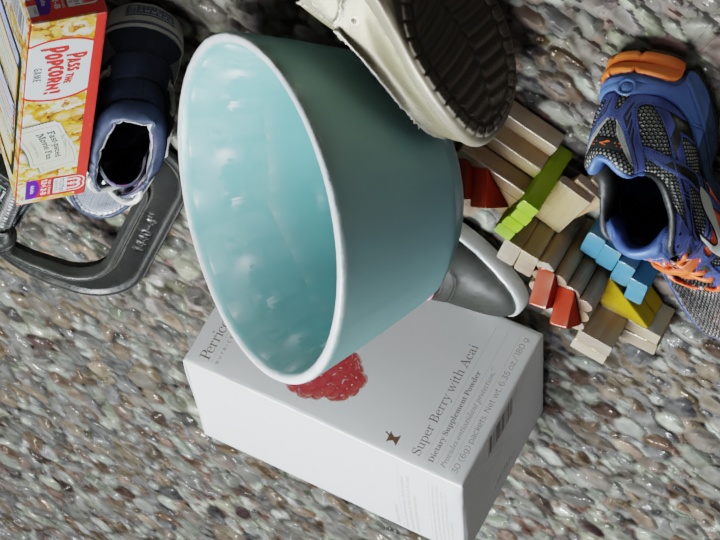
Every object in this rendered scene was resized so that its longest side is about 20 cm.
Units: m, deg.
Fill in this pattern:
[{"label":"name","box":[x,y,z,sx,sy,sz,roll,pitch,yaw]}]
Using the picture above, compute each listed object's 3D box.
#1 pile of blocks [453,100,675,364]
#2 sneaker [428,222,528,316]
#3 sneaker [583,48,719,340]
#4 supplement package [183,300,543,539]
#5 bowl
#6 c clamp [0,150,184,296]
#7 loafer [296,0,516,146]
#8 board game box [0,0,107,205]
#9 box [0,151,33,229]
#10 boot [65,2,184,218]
[{"label":"pile of blocks","box":[0.119,-0.011,1.430,0.082,0.062,0.200,-8,132,50]},{"label":"sneaker","box":[0.000,0.000,1.526,0.200,0.099,0.071,29,149,4]},{"label":"sneaker","box":[0.165,-0.027,1.342,0.075,0.078,0.200,7,142,40]},{"label":"supplement package","box":[0.004,0.074,1.603,0.200,0.121,0.120,23,157,15]},{"label":"bowl","box":[-0.014,-0.044,1.401,0.201,0.105,0.201,39,135,53]},{"label":"c clamp","box":[-0.205,-0.055,1.663,0.171,0.027,0.200,13,139,-10]},{"label":"loafer","box":[0.010,-0.150,1.318,0.068,0.076,0.200,-10,121,53]},{"label":"board game box","box":[-0.195,-0.153,1.443,0.200,0.046,0.152,110,145,-61]},{"label":"box","box":[-0.327,-0.083,1.773,0.193,0.048,0.200,34,151,-9]},{"label":"boot","box":[-0.157,-0.072,1.542,0.073,0.090,0.200,10,145,-8]}]
